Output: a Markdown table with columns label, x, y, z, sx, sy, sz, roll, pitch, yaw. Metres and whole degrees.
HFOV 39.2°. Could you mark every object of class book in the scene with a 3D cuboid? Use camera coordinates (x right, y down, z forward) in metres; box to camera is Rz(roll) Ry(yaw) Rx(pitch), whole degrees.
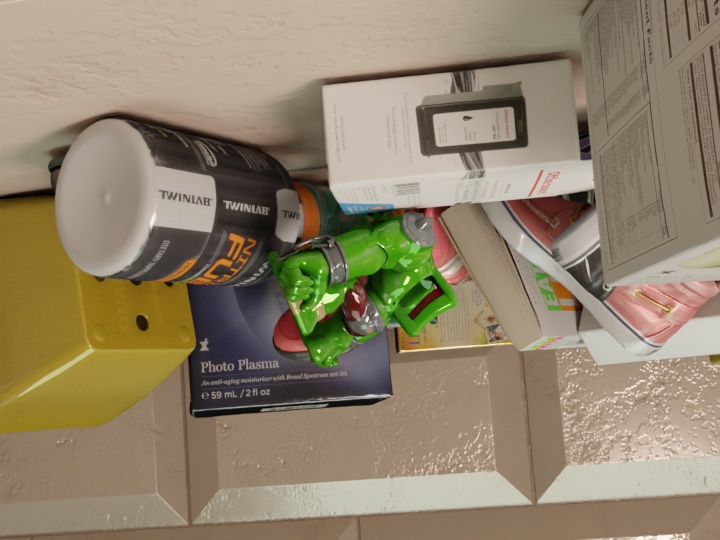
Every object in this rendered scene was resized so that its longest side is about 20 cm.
| label | x | y | z | sx | sy | sz | roll | pitch | yaw |
| --- | --- | --- | --- | --- | --- | --- | --- | --- | --- |
| book | 0.157 | 0.005 | 0.897 | 0.048 | 0.135 | 0.199 | -32 | 163 | 25 |

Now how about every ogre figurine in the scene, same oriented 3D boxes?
| label | x | y | z | sx | sy | sz | roll | pitch | yaw |
| --- | --- | --- | --- | --- | --- | --- | --- | --- | --- |
| ogre figurine | 0.004 | 0.015 | 0.767 | 0.118 | 0.099 | 0.201 | -25 | 139 | -6 |

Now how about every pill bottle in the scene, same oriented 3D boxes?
| label | x | y | z | sx | sy | sz | roll | pitch | yaw |
| --- | --- | --- | --- | --- | --- | --- | --- | --- | --- |
| pill bottle | -0.115 | -0.043 | 0.745 | 0.105 | 0.108 | 0.199 | -10 | 172 | 35 |

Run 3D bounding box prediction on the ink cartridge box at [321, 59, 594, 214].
| label | x | y | z | sx | sy | sz | roll | pitch | yaw |
| --- | --- | --- | --- | --- | --- | --- | --- | --- | --- |
| ink cartridge box | 0.079 | -0.087 | 0.675 | 0.196 | 0.069 | 0.116 | -5 | 174 | 4 |

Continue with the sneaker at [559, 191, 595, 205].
| label | x | y | z | sx | sy | sz | roll | pitch | yaw |
| --- | --- | --- | --- | --- | --- | --- | --- | --- | --- |
| sneaker | 0.217 | -0.052 | 1.092 | 0.198 | 0.082 | 0.083 | -1 | -167 | 41 |

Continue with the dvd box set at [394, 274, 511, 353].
| label | x | y | z | sx | sy | sz | roll | pitch | yaw |
| --- | --- | --- | --- | --- | --- | --- | --- | --- | --- |
| dvd box set | 0.135 | 0.020 | 1.222 | 0.196 | 0.149 | 0.029 | -4 | 175 | -8 |

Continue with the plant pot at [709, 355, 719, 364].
| label | x | y | z | sx | sy | sz | roll | pitch | yaw |
| --- | --- | --- | --- | --- | --- | --- | --- | --- | --- |
| plant pot | 0.452 | -0.006 | 1.042 | 0.197 | 0.193 | 0.201 | -5 | 173 | -1 |

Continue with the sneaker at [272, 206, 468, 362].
| label | x | y | z | sx | sy | sz | roll | pitch | yaw |
| --- | --- | --- | --- | --- | --- | --- | --- | --- | --- |
| sneaker | 0.000 | 0.000 | 0.883 | 0.198 | 0.074 | 0.087 | -32 | 129 | -2 |

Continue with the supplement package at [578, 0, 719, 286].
| label | x | y | z | sx | sy | sz | roll | pitch | yaw |
| --- | --- | --- | --- | --- | --- | --- | --- | --- | --- |
| supplement package | 0.202 | -0.082 | 0.460 | 0.149 | 0.154 | 0.200 | -3 | 172 | -3 |

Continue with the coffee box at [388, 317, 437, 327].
| label | x | y | z | sx | sy | sz | roll | pitch | yaw |
| --- | --- | --- | --- | --- | --- | --- | --- | --- | --- |
| coffee box | -0.016 | 0.007 | 1.126 | 0.196 | 0.126 | 0.044 | -4 | 174 | 9 |

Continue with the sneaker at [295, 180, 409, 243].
| label | x | y | z | sx | sy | sz | roll | pitch | yaw |
| --- | --- | --- | --- | --- | --- | --- | --- | --- | --- |
| sneaker | -0.042 | -0.043 | 0.932 | 0.196 | 0.076 | 0.087 | -3 | 177 | -18 |

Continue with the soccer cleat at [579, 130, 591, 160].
| label | x | y | z | sx | sy | sz | roll | pitch | yaw |
| --- | --- | --- | --- | --- | --- | --- | --- | --- | --- |
| soccer cleat | 0.229 | -0.091 | 0.783 | 0.197 | 0.075 | 0.068 | 14 | -178 | 29 |

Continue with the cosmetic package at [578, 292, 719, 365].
| label | x | y | z | sx | sy | sz | roll | pitch | yaw |
| --- | --- | --- | --- | --- | --- | --- | --- | --- | --- |
| cosmetic package | 0.284 | -0.016 | 0.890 | 0.149 | 0.202 | 0.052 | -11 | 132 | 36 |

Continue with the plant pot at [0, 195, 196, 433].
| label | x | y | z | sx | sy | sz | roll | pitch | yaw |
| --- | --- | --- | --- | --- | --- | --- | --- | --- | --- |
| plant pot | -0.266 | 0.030 | 0.934 | 0.174 | 0.204 | 0.199 | -19 | 166 | 30 |

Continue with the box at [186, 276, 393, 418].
| label | x | y | z | sx | sy | sz | roll | pitch | yaw |
| --- | --- | --- | --- | --- | --- | --- | --- | --- | --- |
| box | -0.079 | 0.038 | 1.020 | 0.196 | 0.202 | 0.123 | -3 | 169 | -10 |

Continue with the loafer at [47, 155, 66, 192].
| label | x | y | z | sx | sy | sz | roll | pitch | yaw |
| --- | --- | --- | --- | --- | --- | --- | --- | --- | --- |
| loafer | -0.183 | -0.048 | 0.831 | 0.071 | 0.064 | 0.200 | -7 | 172 | 16 |

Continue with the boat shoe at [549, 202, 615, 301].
| label | x | y | z | sx | sy | sz | roll | pitch | yaw |
| --- | --- | --- | --- | --- | --- | --- | --- | --- | --- |
| boat shoe | 0.227 | -0.053 | 0.704 | 0.199 | 0.067 | 0.070 | -40 | 179 | 9 |

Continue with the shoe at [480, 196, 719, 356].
| label | x | y | z | sx | sy | sz | roll | pitch | yaw |
| --- | --- | --- | --- | --- | --- | --- | --- | --- | --- |
| shoe | 0.185 | -0.031 | 0.788 | 0.091 | 0.200 | 0.071 | -48 | 176 | 34 |
